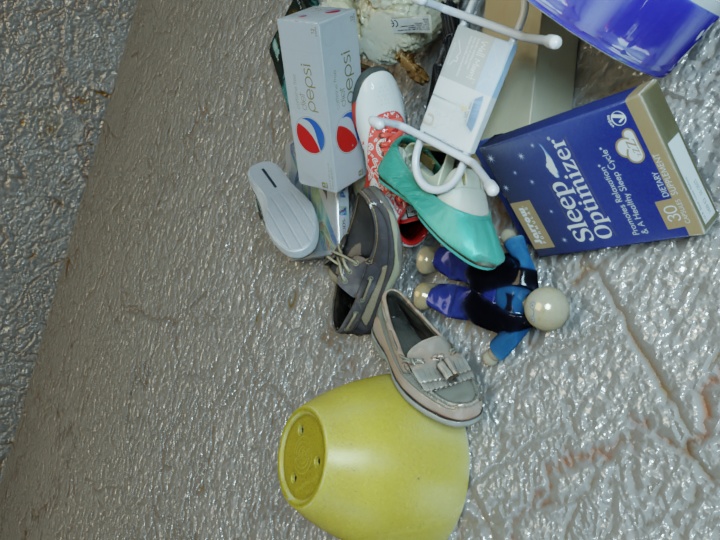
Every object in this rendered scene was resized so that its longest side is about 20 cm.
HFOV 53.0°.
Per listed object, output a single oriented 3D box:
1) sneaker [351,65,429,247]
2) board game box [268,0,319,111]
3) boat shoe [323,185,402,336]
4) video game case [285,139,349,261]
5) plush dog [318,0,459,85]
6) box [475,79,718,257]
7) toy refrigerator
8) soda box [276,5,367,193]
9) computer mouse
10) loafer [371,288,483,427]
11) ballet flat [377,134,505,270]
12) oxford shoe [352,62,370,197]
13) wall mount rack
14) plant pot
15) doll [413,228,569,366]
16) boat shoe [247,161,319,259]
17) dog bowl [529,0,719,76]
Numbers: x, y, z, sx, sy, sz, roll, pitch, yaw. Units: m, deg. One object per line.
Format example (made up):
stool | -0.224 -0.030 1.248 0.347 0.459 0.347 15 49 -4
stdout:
sneaker | 0.044 -0.126 0.835 0.108 0.067 0.202 44 144 51
board game box | -0.101 -0.378 1.231 0.135 0.028 0.201 -52 40 35
boat shoe | 0.000 0.000 0.837 0.075 0.073 0.201 47 144 48
video game case | -0.065 -0.109 1.025 0.200 0.022 0.183 175 93 -65
plush dog | 0.065 -0.319 0.850 0.172 0.160 0.200 -47 5 -31
box | 0.181 -0.074 0.613 0.032 0.121 0.200 -41 17 -29
toy refrigerator | 0.166 -0.195 0.717 0.076 0.070 0.201 -3 78 51
soda box | -0.041 -0.198 0.845 0.063 0.068 0.201 18 129 34
computer mouse | 0.100 -0.168 0.769 0.201 0.046 0.141 94 177 -49
loafer | 0.063 0.086 0.761 0.200 0.072 0.063 -134 40 -56
ballet flat | 0.080 -0.080 0.712 0.200 0.067 0.071 49 128 45
oxford shoe | 0.000 -0.188 0.970 0.074 0.070 0.201 -40 47 51
wall mount rack | 0.092 -0.151 0.612 0.174 0.074 0.201 36 115 39
plant pot | -0.003 0.201 0.767 0.200 0.141 0.201 -25 59 51
doll | 0.128 0.026 0.713 0.200 0.048 0.137 12 100 59
boat shoe | -0.105 -0.077 1.027 0.071 0.072 0.200 80 167 -46
dog bowl | 0.185 -0.242 0.564 0.079 0.199 0.201 -55 38 33
